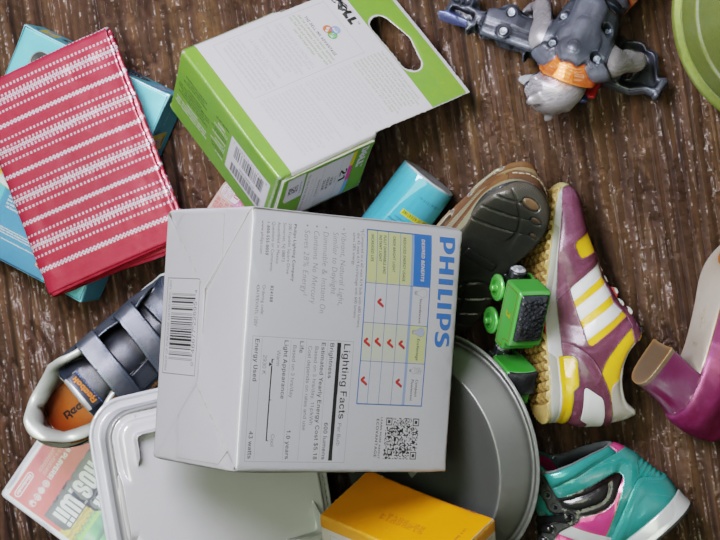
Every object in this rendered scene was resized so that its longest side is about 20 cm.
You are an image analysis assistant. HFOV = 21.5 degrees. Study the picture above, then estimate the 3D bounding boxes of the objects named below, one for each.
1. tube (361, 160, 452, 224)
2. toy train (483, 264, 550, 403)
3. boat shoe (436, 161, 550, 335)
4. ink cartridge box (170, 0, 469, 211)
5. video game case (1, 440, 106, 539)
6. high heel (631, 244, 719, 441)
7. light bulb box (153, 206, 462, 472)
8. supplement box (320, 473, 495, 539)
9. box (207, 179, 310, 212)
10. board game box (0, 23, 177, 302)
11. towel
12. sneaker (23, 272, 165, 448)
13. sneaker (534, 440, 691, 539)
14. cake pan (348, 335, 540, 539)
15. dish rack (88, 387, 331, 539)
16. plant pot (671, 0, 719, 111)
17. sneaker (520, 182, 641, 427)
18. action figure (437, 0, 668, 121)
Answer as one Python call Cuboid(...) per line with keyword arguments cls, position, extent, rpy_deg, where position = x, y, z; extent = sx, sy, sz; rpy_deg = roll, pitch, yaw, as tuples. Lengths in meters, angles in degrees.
Cuboid(cls="tube", position=(0.000, 0.000, 1.613), extent=(0.077, 0.050, 0.200), rpy_deg=(30, 102, -29))
Cuboid(cls="toy train", position=(0.118, 0.093, 1.556), extent=(0.042, 0.056, 0.201), rpy_deg=(-2, 116, -24))
Cuboid(cls="boat shoe", position=(0.088, -0.014, 1.581), extent=(0.076, 0.074, 0.200), rpy_deg=(36, 122, -17))
Cuboid(cls="ink cartridge box", position=(-0.033, -0.143, 1.582), extent=(0.200, 0.076, 0.148), rpy_deg=(-26, 67, -28))
Cuboid(cls="video game case", position=(-0.188, 0.192, 1.614), extent=(0.200, 0.017, 0.143), rpy_deg=(36, 97, 5))
Cuboid(cls="high heel", position=(0.313, 0.043, 1.540), extent=(0.096, 0.067, 0.200), rpy_deg=(38, 86, -24))
Cuboid(cls="light bulb box", position=(-0.040, 0.055, 1.475), extent=(0.125, 0.200, 0.199), rpy_deg=(2, 88, 54))
Cuboid(cls="supplement box", position=(0.043, 0.277, 1.545), extent=(0.126, 0.074, 0.200), rpy_deg=(18, 128, 31))
Cuboid(cls="box", position=(-0.116, 0.027, 1.620), extent=(0.095, 0.103, 0.200), rpy_deg=(36, 100, 11))
Cuboid(cls="board game box", position=(-0.264, -0.095, 1.682), extent=(0.151, 0.047, 0.200), rpy_deg=(27, 99, 12))
Cuboid(cls="towel", position=(-0.240, -0.091, 1.641), extent=(0.144, 0.022, 0.200), rpy_deg=(-22, 85, 16))
Cuboid(cls="sneaker", position=(-0.194, 0.076, 1.553), extent=(0.200, 0.079, 0.078), rpy_deg=(-45, 81, 12))
Cuboid(cls="sneaker", position=(0.158, 0.210, 1.563), extent=(0.200, 0.084, 0.121), rpy_deg=(-40, 87, 5))
Cuboid(cls="cake pan", position=(0.059, 0.151, 1.566), extent=(0.200, 0.037, 0.201), rpy_deg=(12, 107, 42))
Cuboid(cls="dish rack", position=(-0.112, 0.172, 1.543), extent=(0.199, 0.044, 0.172), rpy_deg=(-12, 97, -25))
Cuboid(cls="plant pot", position=(0.340, -0.200, 1.428), extent=(0.199, 0.190, 0.201), rpy_deg=(1, 95, 6))
Cuboid(cls="sneaker", position=(0.185, 0.028, 1.564), extent=(0.090, 0.075, 0.201), rpy_deg=(2, 84, -13))
Cuboid(cls="action figure", position=(0.160, -0.220, 1.538), extent=(0.199, 0.105, 0.194), rpy_deg=(13, 86, 11))
